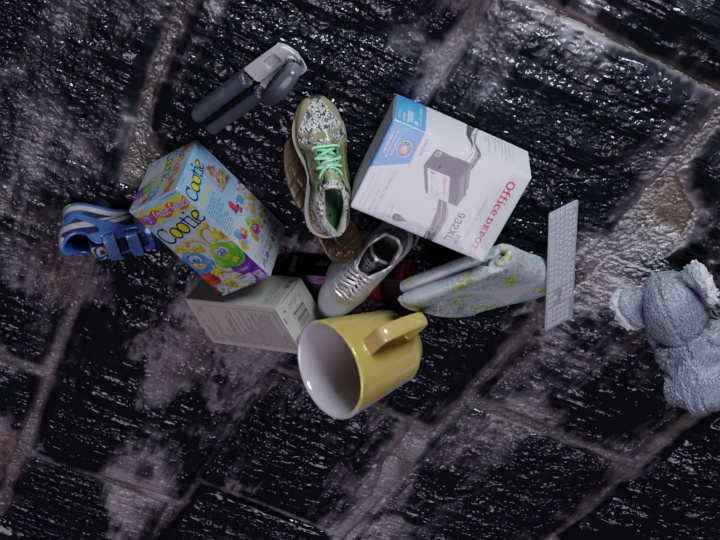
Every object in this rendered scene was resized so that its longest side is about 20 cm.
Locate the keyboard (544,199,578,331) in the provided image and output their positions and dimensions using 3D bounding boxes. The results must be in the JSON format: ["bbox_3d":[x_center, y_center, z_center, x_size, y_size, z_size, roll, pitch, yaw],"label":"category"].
[{"bbox_3d":[0.283,-0.005,1.684,0.011,0.056,0.201,29,136,39],"label":"keyboard"}]

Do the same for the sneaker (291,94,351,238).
[{"bbox_3d":[-0.040,-0.134,1.586,0.077,0.089,0.201,-13,106,-13],"label":"sneaker"}]

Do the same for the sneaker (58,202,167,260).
[{"bbox_3d":[-0.368,-0.050,1.818,0.199,0.082,0.074,1,136,11],"label":"sneaker"}]

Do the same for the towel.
[{"bbox_3d":[0.175,0.021,1.717,0.200,0.048,0.171,-21,160,33],"label":"towel"}]

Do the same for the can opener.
[{"bbox_3d":[-0.151,-0.230,1.568,0.200,0.067,0.053,-28,123,37],"label":"can opener"}]

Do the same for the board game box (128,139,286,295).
[{"bbox_3d":[-0.220,-0.074,1.733,0.103,0.105,0.200,-21,128,34],"label":"board game box"}]

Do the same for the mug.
[{"bbox_3d":[0.022,0.129,1.759,0.186,0.153,0.150,8,110,49],"label":"mug"}]

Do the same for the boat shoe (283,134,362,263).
[{"bbox_3d":[-0.060,-0.106,1.676,0.072,0.068,0.201,-26,115,-5],"label":"boat shoe"}]

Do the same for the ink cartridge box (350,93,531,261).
[{"bbox_3d":[0.106,-0.121,1.581,0.199,0.084,0.145,22,120,-10],"label":"ink cartridge box"}]

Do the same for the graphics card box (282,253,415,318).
[{"bbox_3d":[-0.013,0.035,1.839,0.199,0.051,0.126,4,138,12],"label":"graphics card box"}]

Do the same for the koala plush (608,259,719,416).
[{"bbox_3d":[0.463,0.080,1.685,0.177,0.184,0.200,-19,118,31],"label":"koala plush"}]

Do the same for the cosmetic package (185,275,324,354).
[{"bbox_3d":[-0.163,0.063,1.845,0.200,0.073,0.104,6,136,39],"label":"cosmetic package"}]

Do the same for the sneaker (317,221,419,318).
[{"bbox_3d":[0.000,0.000,1.731,0.076,0.081,0.200,40,114,-4],"label":"sneaker"}]
